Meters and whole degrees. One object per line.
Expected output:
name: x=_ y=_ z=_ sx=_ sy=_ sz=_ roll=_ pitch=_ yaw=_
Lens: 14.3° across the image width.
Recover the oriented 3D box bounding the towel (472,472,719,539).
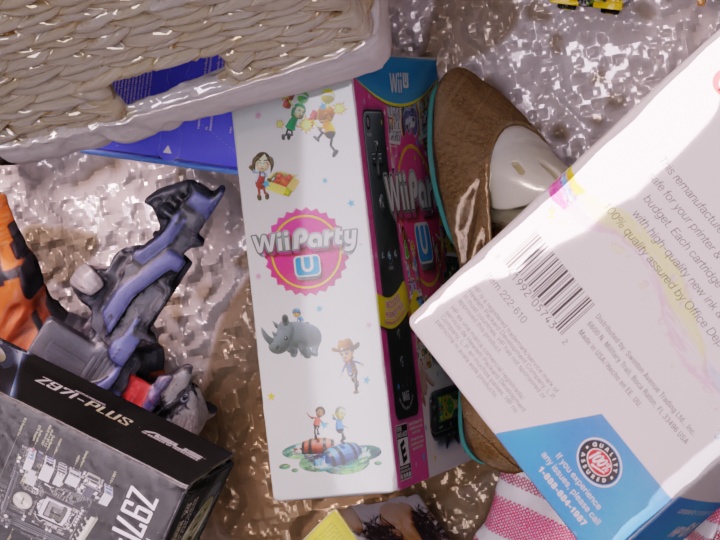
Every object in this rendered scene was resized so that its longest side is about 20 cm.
towel: x=0.130 y=0.070 z=1.349 sx=0.146 sy=0.030 sz=0.200 roll=24 pitch=99 yaw=45

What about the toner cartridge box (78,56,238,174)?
toner cartridge box: x=-0.075 y=-0.150 z=1.387 sx=0.095 sy=0.043 sz=0.200 roll=9 pitch=94 yaw=15

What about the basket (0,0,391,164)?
basket: x=-0.107 y=-0.179 z=1.259 sx=0.198 sy=0.161 sz=0.200 roll=-14 pitch=66 yaw=16

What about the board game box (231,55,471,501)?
board game box: x=0.000 y=0.000 z=1.355 sx=0.064 sy=0.148 sz=0.200 roll=-7 pitch=91 yaw=18

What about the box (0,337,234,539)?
box: x=-0.178 y=0.145 z=1.351 sx=0.164 sy=0.086 sz=0.200 roll=25 pitch=101 yaw=9

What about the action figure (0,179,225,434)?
action figure: x=-0.144 y=0.013 z=1.428 sx=0.193 sy=0.105 sz=0.200 roll=42 pitch=100 yaw=2

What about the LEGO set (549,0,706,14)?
LEGO set: x=0.119 y=-0.218 z=1.327 sx=0.154 sy=0.116 sz=0.200 roll=16 pitch=97 yaw=14

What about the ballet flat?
ballet flat: x=0.077 y=-0.005 z=1.357 sx=0.072 sy=0.068 sz=0.200 roll=-16 pitch=71 yaw=43

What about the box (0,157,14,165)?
box: x=-0.126 y=-0.157 z=1.440 sx=0.200 sy=0.036 sz=0.143 roll=-26 pitch=86 yaw=16

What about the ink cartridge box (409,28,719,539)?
ink cartridge box: x=0.146 y=0.012 z=1.251 sx=0.200 sy=0.085 sz=0.145 roll=-43 pitch=68 yaw=15

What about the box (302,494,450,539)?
box: x=0.048 y=0.201 z=1.358 sx=0.050 sy=0.075 sz=0.200 roll=-46 pitch=68 yaw=28
